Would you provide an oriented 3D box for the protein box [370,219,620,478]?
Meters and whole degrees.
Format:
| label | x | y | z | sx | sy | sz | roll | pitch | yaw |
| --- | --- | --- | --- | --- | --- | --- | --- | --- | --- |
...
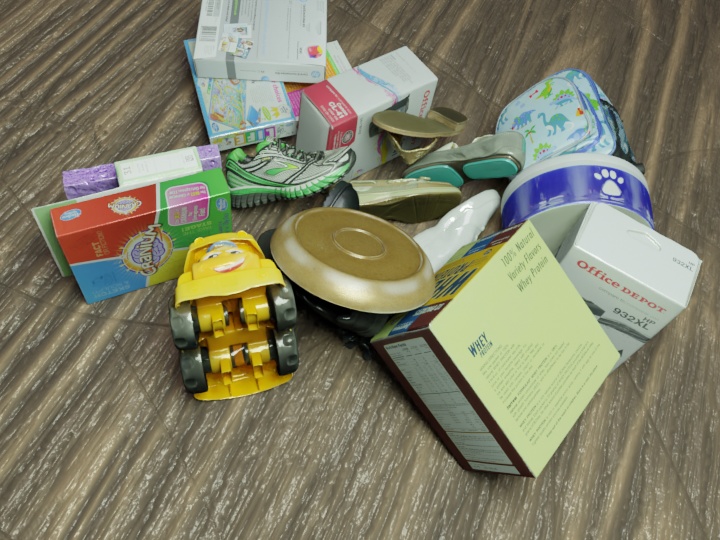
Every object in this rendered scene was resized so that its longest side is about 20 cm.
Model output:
| label | x | y | z | sx | sy | sz | roll | pitch | yaw |
| --- | --- | --- | --- | --- | --- | --- | --- | --- | --- |
| protein box | 0.158 | 0.091 | 0.745 | 0.198 | 0.134 | 0.201 | -41 | 99 | -29 |

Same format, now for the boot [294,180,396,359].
| label | x | y | z | sx | sy | sz | roll | pitch | yaw |
| --- | --- | --- | --- | --- | --- | --- | --- | --- | --- |
| boot | 0.000 | -0.001 | 0.830 | 0.160 | 0.073 | 0.201 | 24 | 79 | 13 |

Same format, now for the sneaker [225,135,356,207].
| label | x | y | z | sx | sy | sz | roll | pitch | yaw |
| --- | --- | --- | --- | --- | --- | --- | --- | --- | --- |
| sneaker | -0.101 | -0.143 | 0.866 | 0.196 | 0.087 | 0.078 | -7 | 19 | 16 |

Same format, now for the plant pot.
| label | x | y | z | sx | sy | sz | roll | pitch | yaw |
| --- | --- | --- | --- | --- | --- | --- | --- | --- | --- |
| plant pot | -0.004 | -0.023 | 0.723 | 0.196 | 0.028 | 0.201 | 13 | 31 | -8 |

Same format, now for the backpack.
| label | x | y | z | sx | sy | sz | roll | pitch | yaw |
| --- | --- | --- | --- | --- | --- | --- | --- | --- | --- |
| backpack | 0.296 | -0.201 | 0.954 | 0.146 | 0.181 | 0.203 | 32 | 42 | -37 |

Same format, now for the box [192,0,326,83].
| label | x | y | z | sx | sy | sz | roll | pitch | yaw |
| --- | --- | --- | --- | --- | --- | --- | --- | --- | --- |
| box | -0.150 | -0.367 | 0.985 | 0.195 | 0.041 | 0.159 | 1 | 63 | -3 |

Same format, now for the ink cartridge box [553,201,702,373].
| label | x | y | z | sx | sy | sz | roll | pitch | yaw |
| --- | --- | --- | --- | --- | --- | --- | --- | --- | --- |
| ink cartridge box | 0.306 | 0.031 | 0.810 | 0.144 | 0.201 | 0.084 | 30 | 58 | 10 |

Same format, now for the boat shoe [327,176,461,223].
| label | x | y | z | sx | sy | sz | roll | pitch | yaw |
| --- | --- | --- | --- | --- | --- | --- | --- | --- | --- |
| boat shoe | 0.050 | -0.111 | 0.933 | 0.196 | 0.074 | 0.064 | -9 | 61 | -5 |

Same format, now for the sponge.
| label | x | y | z | sx | sy | sz | roll | pitch | yaw |
| --- | --- | --- | --- | --- | --- | --- | --- | --- | --- |
| sponge | -0.282 | -0.103 | 0.844 | 0.196 | 0.112 | 0.030 | -14 | 60 | -18 |

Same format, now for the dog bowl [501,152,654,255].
| label | x | y | z | sx | sy | sz | roll | pitch | yaw |
| --- | --- | --- | --- | --- | --- | --- | --- | --- | --- |
| dog bowl | 0.293 | -0.064 | 0.868 | 0.196 | 0.201 | 0.080 | 8 | 59 | -4 |

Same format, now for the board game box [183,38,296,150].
| label | x | y | z | sx | sy | sz | roll | pitch | yaw |
| --- | --- | --- | --- | --- | --- | --- | --- | --- | --- |
| board game box | -0.188 | -0.285 | 0.981 | 0.132 | 0.034 | 0.203 | -14 | 64 | -11 |

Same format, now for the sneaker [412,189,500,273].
| label | x | y | z | sx | sy | sz | roll | pitch | yaw |
| --- | --- | --- | --- | --- | --- | --- | --- | --- | --- |
| sneaker | 0.140 | -0.037 | 0.911 | 0.199 | 0.075 | 0.089 | -36 | 82 | -21 |

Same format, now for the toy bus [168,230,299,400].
| label | x | y | z | sx | sy | sz | roll | pitch | yaw |
| --- | --- | --- | --- | --- | --- | --- | --- | --- | --- |
| toy bus | -0.152 | 0.024 | 0.744 | 0.133 | 0.202 | 0.194 | -8 | 52 | -12 |

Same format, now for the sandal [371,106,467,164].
| label | x | y | z | sx | sy | sz | roll | pitch | yaw |
| --- | --- | --- | --- | --- | --- | --- | --- | --- | --- |
| sandal | 0.085 | -0.188 | 0.920 | 0.077 | 0.071 | 0.210 | 35 | 34 | 25 |

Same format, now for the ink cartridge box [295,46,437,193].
| label | x | y | z | sx | sy | sz | roll | pitch | yaw |
| --- | --- | --- | --- | --- | --- | --- | --- | --- | --- |
| ink cartridge box | 0.006 | -0.225 | 0.948 | 0.198 | 0.149 | 0.086 | -29 | 66 | -23 |

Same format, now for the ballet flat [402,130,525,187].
| label | x | y | z | sx | sy | sz | roll | pitch | yaw |
| --- | --- | --- | --- | --- | --- | --- | --- | --- | --- |
| ballet flat | 0.152 | -0.162 | 0.934 | 0.197 | 0.067 | 0.065 | -4 | 59 | 39 |

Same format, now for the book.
| label | x | y | z | sx | sy | sz | roll | pitch | yaw |
| --- | --- | --- | --- | --- | --- | --- | --- | --- | --- |
| book | -0.102 | -0.291 | 1.032 | 0.197 | 0.048 | 0.135 | -20 | 65 | -18 |

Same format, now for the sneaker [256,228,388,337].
| label | x | y | z | sx | sy | sz | roll | pitch | yaw |
| --- | --- | --- | --- | --- | --- | --- | --- | --- | --- |
| sneaker | -0.056 | 0.003 | 0.751 | 0.198 | 0.090 | 0.077 | 31 | 96 | 27 |

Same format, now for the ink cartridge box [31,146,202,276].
| label | x | y | z | sx | sy | sz | roll | pitch | yaw |
| --- | --- | --- | --- | --- | --- | --- | --- | --- | --- |
| ink cartridge box | -0.294 | -0.072 | 0.803 | 0.196 | 0.146 | 0.049 | -15 | 60 | -18 |

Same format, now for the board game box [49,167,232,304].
| label | x | y | z | sx | sy | sz | roll | pitch | yaw |
| --- | --- | --- | --- | --- | --- | --- | --- | --- | --- |
| board game box | -0.259 | -0.041 | 0.786 | 0.197 | 0.154 | 0.041 | -18 | 63 | -19 |
